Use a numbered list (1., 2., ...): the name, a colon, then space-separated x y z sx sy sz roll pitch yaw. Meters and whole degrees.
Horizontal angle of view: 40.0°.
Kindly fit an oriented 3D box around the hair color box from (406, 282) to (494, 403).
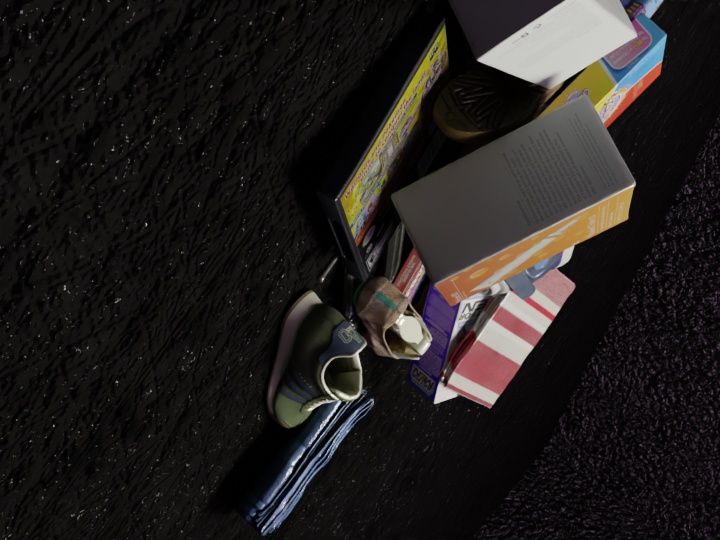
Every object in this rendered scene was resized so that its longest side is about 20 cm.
1. hair color box: 0.136 0.062 1.266 0.109 0.065 0.201 -12 127 -37

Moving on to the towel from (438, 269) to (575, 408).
1. towel: 0.188 0.077 1.262 0.201 0.023 0.144 -56 142 3

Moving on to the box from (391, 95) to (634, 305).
1. box: 0.146 -0.061 0.941 0.199 0.098 0.124 -27 165 7

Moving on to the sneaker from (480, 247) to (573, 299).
1. sneaker: 0.169 -0.049 1.102 0.145 0.081 0.201 -22 143 -15

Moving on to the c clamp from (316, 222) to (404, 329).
1. c clamp: 0.000 0.000 1.067 0.171 0.027 0.201 -53 160 -28

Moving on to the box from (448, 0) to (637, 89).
1. box: 0.146 -0.242 0.843 0.097 0.125 0.200 -30 169 26

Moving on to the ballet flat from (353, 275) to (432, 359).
1. ballet flat: 0.043 0.067 1.108 0.068 0.067 0.200 -56 158 -6

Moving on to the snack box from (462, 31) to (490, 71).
1. snack box: 0.174 -0.244 1.061 0.143 0.053 0.200 -53 160 -11

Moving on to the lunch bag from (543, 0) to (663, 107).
1. lunch bag: 0.304 -0.296 1.254 0.151 0.094 0.201 -46 164 -29

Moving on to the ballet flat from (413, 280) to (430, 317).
1. ballet flat: 0.130 0.003 1.315 0.200 0.063 0.069 -52 132 1

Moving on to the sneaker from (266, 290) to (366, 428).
1. sneaker: -0.042 0.116 1.036 0.067 0.090 0.201 -41 155 -39

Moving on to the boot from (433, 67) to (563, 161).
1. boot: 0.120 -0.124 1.013 0.174 0.066 0.200 -27 160 -28

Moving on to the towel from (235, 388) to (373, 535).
1. towel: -0.066 0.210 1.137 0.201 0.048 0.112 -53 -173 -14

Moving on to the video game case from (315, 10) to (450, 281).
1. video game case: 0.030 -0.110 0.929 0.201 0.025 0.181 -60 162 -16

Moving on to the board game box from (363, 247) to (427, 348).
1. board game box: 0.067 0.000 1.207 0.201 0.019 0.103 -61 167 9

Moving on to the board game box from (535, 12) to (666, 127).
1. board game box: 0.274 -0.197 1.177 0.200 0.040 0.153 -46 166 7
